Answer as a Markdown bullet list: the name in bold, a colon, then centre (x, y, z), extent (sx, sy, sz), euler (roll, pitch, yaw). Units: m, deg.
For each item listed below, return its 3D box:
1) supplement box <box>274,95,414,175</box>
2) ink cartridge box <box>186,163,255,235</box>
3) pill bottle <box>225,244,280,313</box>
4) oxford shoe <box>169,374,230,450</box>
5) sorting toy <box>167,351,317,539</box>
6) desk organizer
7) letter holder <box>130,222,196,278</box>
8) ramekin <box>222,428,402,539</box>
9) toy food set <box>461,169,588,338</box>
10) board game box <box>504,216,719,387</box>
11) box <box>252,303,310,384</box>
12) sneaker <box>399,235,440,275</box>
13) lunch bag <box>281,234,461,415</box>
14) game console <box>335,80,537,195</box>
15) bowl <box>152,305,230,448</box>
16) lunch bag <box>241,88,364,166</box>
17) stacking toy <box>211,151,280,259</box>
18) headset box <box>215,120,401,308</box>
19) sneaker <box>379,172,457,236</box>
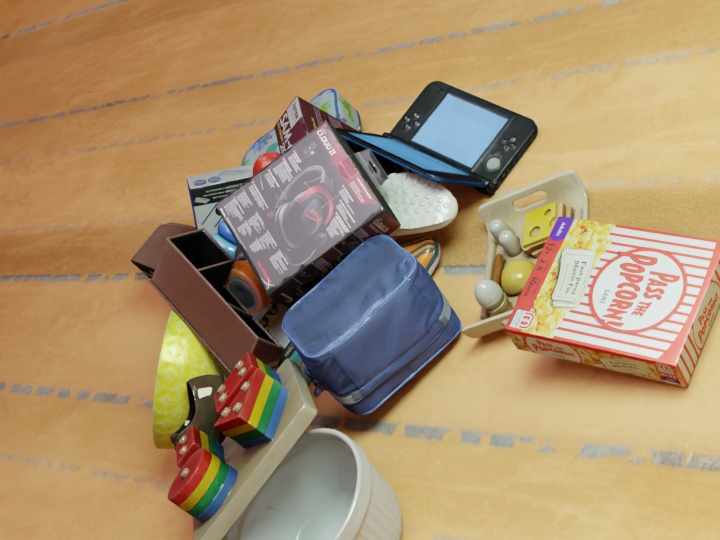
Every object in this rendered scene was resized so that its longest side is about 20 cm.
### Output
- **supplement box**: centre (-0.014, -0.143, 1.783), extent (0.061, 0.199, 0.109), euler (-50, 30, 22)
- **ink cartridge box**: centre (-0.142, -0.104, 1.903), extent (0.199, 0.095, 0.044), euler (-13, 30, -10)
- **pill bottle**: centre (-0.097, -0.026, 1.792), extent (0.106, 0.107, 0.200), euler (-4, 31, 46)
- **oxford shoe**: centre (-0.200, 0.230, 1.664), extent (0.073, 0.084, 0.202), euler (164, 108, -70)
- **sorting toy**: centre (-0.146, 0.194, 1.522), extent (0.200, 0.069, 0.199), euler (-52, 14, 4)
- **desk organizer**: centre (-0.177, 0.041, 1.695), extent (0.200, 0.071, 0.077), euler (45, 130, 25)
- **letter holder**: centre (-0.230, -0.023, 2.001), extent (0.142, 0.101, 0.200), euler (-53, 33, -13)
- **ramekin**: centre (-0.046, 0.285, 1.462), extent (0.200, 0.105, 0.201), euler (-30, 37, 25)
- **toy food set**: centre (0.189, -0.021, 1.559), extent (0.143, 0.060, 0.201), euler (-22, 41, 34)
- **board game box**: centre (0.271, 0.028, 1.390), extent (0.199, 0.046, 0.152), euler (11, 62, 37)
- **box**: centre (-0.113, 0.086, 1.797), extent (0.082, 0.049, 0.200), euler (-51, 33, -7)
- **sneaker**: centre (0.000, 0.000, 1.703), extent (0.199, 0.112, 0.078), euler (-34, 35, 19)
- **lunch bag**: centre (0.012, 0.076, 1.591), extent (0.200, 0.132, 0.136), euler (-41, 31, -1)
- **game console**: centre (0.099, -0.185, 1.736), extent (0.200, 0.118, 0.171), euler (29, 77, 38)
- **bowl**: centre (-0.204, 0.143, 1.768), extent (0.107, 0.201, 0.201), euler (8, 48, 0)
- **lunch bag**: centre (-0.087, -0.175, 2.013), extent (0.199, 0.082, 0.161), euler (-34, 36, 19)
- **stacking toy**: centre (-0.153, -0.070, 1.843), extent (0.201, 0.085, 0.085), euler (-62, 32, 8)
- **headset box**: centre (-0.057, -0.075, 1.650), extent (0.200, 0.075, 0.149), euler (-37, 66, 8)
- **sneaker**: centre (0.039, -0.074, 1.711), extent (0.199, 0.080, 0.077), euler (1, 67, 28)
